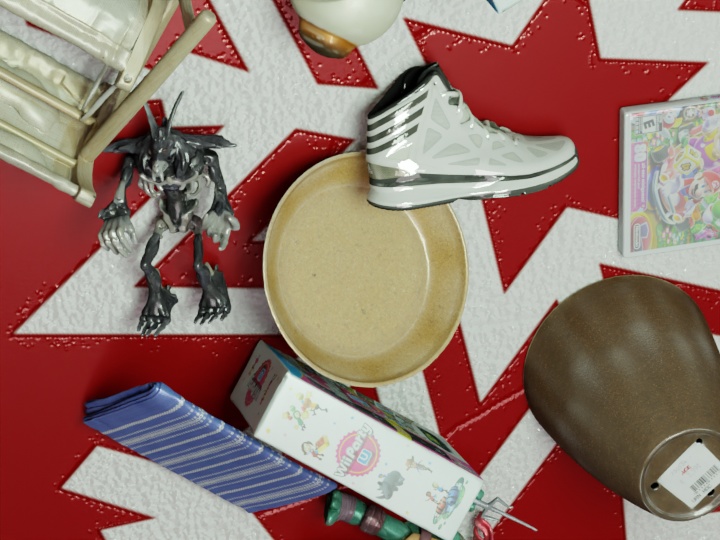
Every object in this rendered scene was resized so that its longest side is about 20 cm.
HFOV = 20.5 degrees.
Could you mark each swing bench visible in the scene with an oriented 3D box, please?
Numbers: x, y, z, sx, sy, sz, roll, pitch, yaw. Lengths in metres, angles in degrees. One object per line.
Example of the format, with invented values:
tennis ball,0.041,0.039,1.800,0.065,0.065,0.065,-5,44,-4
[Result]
swing bench,-0.251,-0.191,1.556,0.198,0.130,0.200,29,112,-25

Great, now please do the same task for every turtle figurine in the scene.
turtle figurine,0.058,0.270,1.868,0.198,0.101,0.151,11,79,-4

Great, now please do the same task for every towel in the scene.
towel,-0.136,0.156,1.763,0.199,0.144,0.024,32,61,-25

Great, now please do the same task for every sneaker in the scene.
sneaker,0.096,-0.122,1.699,0.199,0.076,0.117,-10,105,-22

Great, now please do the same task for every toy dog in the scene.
toy dog,-0.007,-0.259,1.557,0.193,0.200,0.140,29,67,11

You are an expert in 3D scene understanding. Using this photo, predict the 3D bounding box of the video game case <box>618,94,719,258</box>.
video game case,0.330,-0.091,1.802,0.198,0.018,0.144,-8,117,-9

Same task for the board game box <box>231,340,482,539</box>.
board game box,-0.006,0.146,1.738,0.199,0.148,0.065,28,92,-15

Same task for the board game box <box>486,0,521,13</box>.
board game box,0.073,-0.319,1.554,0.064,0.148,0.201,-30,118,2

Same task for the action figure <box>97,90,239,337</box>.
action figure,-0.156,-0.044,1.665,0.118,0.102,0.202,-5,119,2

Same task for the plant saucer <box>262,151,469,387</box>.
plant saucer,0.000,0.000,1.720,0.198,0.035,0.202,2,85,-26

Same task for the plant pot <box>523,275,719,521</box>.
plant pot,0.263,0.132,1.793,0.185,0.200,0.189,-6,117,-11
